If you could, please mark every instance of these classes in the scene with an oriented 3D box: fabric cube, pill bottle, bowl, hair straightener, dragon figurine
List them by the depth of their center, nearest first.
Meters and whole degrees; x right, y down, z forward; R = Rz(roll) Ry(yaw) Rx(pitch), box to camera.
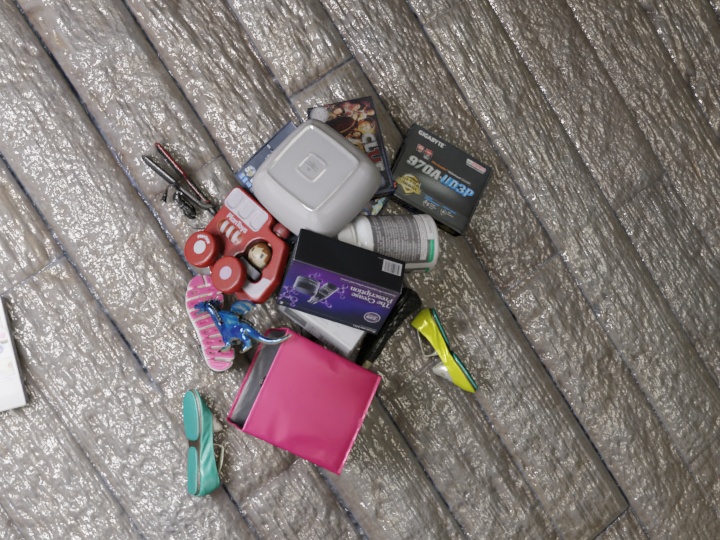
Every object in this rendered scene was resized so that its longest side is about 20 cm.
[{"bbox_3d":[-0.216,0.090,1.477,0.059,0.198,0.101,-27,108,-47],"label":"dragon figurine"},{"bbox_3d":[-0.083,-0.170,1.506,0.200,0.075,0.200,40,79,15],"label":"bowl"},{"bbox_3d":[-0.110,0.237,1.557,0.198,0.200,0.198,26,79,-15],"label":"fabric cube"},{"bbox_3d":[0.039,-0.049,1.577,0.198,0.113,0.115,-2,87,-20],"label":"pill bottle"},{"bbox_3d":[-0.349,-0.147,1.601,0.077,0.041,0.200,-44,103,-14],"label":"hair straightener"}]

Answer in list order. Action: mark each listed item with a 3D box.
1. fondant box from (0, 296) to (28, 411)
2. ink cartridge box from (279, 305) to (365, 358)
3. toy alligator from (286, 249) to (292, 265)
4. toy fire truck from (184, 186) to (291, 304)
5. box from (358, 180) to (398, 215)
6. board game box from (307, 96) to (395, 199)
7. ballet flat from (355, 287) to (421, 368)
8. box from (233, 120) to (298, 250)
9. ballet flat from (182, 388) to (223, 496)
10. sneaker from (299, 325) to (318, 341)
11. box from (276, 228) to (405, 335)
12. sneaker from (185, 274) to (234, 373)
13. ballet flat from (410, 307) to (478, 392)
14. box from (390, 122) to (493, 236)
[{"bbox_3d":[-0.683,0.158,1.471,0.143,0.058,0.203,-14,91,-16],"label":"fondant box"},{"bbox_3d":[-0.035,0.045,1.597,0.162,0.057,0.200,36,54,3],"label":"ink cartridge box"},{"bbox_3d":[-0.155,-0.056,1.634,0.054,0.059,0.202,-18,90,-16],"label":"toy alligator"},{"bbox_3d":[-0.214,-0.043,1.543,0.200,0.112,0.169,39,92,28],"label":"toy fire truck"},{"bbox_3d":[-0.043,-0.170,1.660,0.199,0.040,0.138,34,77,4],"label":"box"},{"bbox_3d":[-0.019,-0.233,1.637,0.134,0.035,0.202,-13,78,-7],"label":"board game box"},{"bbox_3d":[0.058,0.124,1.681,0.057,0.066,0.201,41,78,-22],"label":"ballet flat"},{"bbox_3d":[-0.125,-0.160,1.590,0.157,0.051,0.201,-41,72,6],"label":"box"},{"bbox_3d":[-0.294,0.321,1.575,0.070,0.067,0.203,-1,86,-40],"label":"ballet flat"},{"bbox_3d":[-0.035,0.096,1.653,0.198,0.091,0.067,-12,55,-23],"label":"sneaker"},{"bbox_3d":[-0.036,0.023,1.494,0.198,0.142,0.080,17,53,-8],"label":"box"},{"bbox_3d":[-0.286,0.108,1.582,0.073,0.088,0.202,-13,67,-18],"label":"sneaker"},{"bbox_3d":[0.167,0.174,1.716,0.067,0.067,0.201,-30,92,6],"label":"ballet flat"},{"bbox_3d":[0.158,-0.187,1.738,0.199,0.046,0.160,29,80,-11],"label":"box"}]
